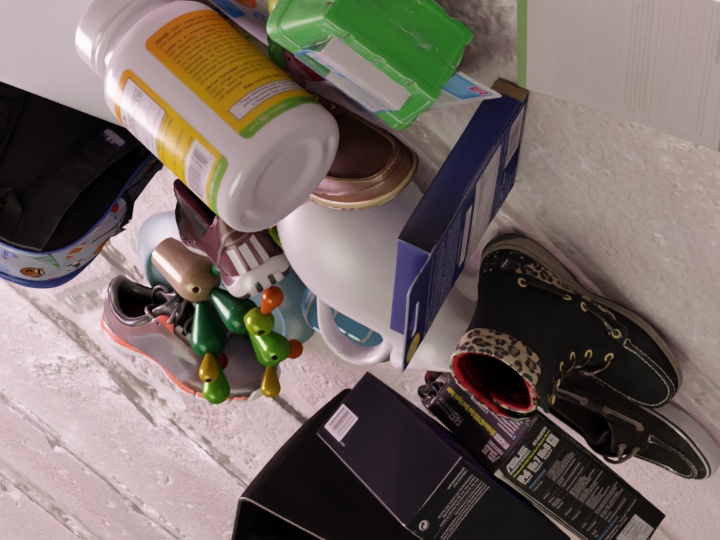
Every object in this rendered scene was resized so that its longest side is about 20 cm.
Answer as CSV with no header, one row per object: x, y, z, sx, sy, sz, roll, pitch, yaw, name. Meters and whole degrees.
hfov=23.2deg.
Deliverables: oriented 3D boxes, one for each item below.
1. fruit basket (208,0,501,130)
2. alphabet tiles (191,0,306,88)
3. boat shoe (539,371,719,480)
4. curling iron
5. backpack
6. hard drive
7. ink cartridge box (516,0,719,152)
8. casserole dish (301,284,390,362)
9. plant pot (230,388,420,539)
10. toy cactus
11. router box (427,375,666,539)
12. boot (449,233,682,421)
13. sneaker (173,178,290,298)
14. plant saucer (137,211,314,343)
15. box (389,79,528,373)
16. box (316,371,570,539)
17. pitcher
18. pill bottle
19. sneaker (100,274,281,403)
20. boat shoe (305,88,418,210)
-0.017,-0.162,1.286,0.185,0.094,0.200,35,160,-24,fruit basket
-0.143,-0.181,1.453,0.200,0.006,0.166,31,150,-1,alphabet tiles
0.223,0.136,1.544,0.200,0.064,0.071,33,150,-4,boat shoe
0.089,0.077,1.606,0.050,0.026,0.200,61,154,23,curling iron
-0.282,-0.084,1.530,0.200,0.191,0.154,27,146,7,backpack
-0.219,-0.186,1.435,0.200,0.026,0.132,20,132,7,hard drive
0.200,-0.153,1.157,0.200,0.048,0.146,19,148,18,ink cartridge box
0.007,0.025,1.596,0.121,0.039,0.200,30,149,-1,casserole dish
-0.003,0.244,1.787,0.199,0.177,0.200,27,148,7,plant pot
-0.118,0.022,1.622,0.165,0.102,0.200,38,131,21,toy cactus
0.155,0.161,1.506,0.150,0.062,0.200,37,-179,-18,router box
0.163,0.079,1.416,0.204,0.154,0.073,38,130,-9,boot
-0.127,-0.063,1.503,0.116,0.076,0.200,61,170,-31,sneaker
-0.137,0.019,1.722,0.200,0.027,0.200,21,148,14,plant saucer
0.066,-0.032,1.300,0.032,0.200,0.121,23,148,13,box
0.067,0.182,1.493,0.141,0.079,0.200,41,179,-29,box
0.000,0.000,1.467,0.171,0.121,0.200,-16,124,38,pitcher
-0.120,-0.130,1.311,0.200,0.111,0.111,43,155,23,pill bottle
-0.172,0.064,1.723,0.200,0.077,0.082,21,142,15,sneaker
-0.038,-0.101,1.364,0.200,0.072,0.068,23,161,47,boat shoe
